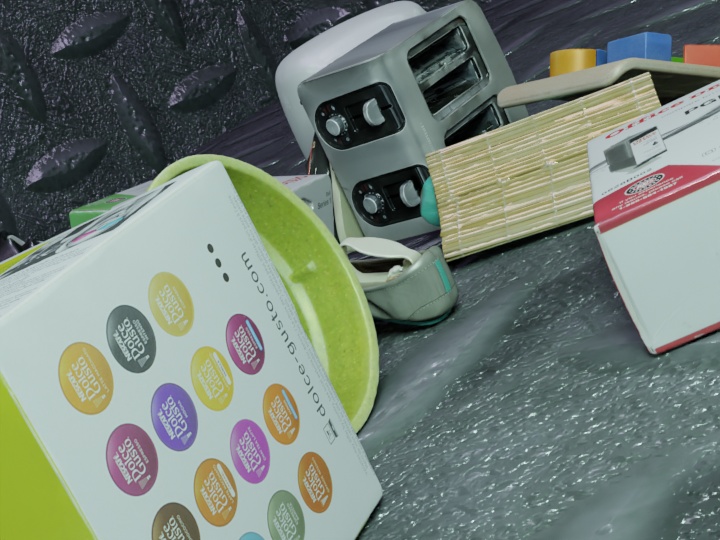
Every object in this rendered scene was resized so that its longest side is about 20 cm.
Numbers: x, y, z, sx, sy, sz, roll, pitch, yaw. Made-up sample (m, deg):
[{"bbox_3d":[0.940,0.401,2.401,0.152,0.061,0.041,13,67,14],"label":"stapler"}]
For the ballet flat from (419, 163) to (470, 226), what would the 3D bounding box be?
[{"bbox_3d":[0.144,-0.085,1.064,0.198,0.068,0.070,-24,29,-8],"label":"ballet flat"}]

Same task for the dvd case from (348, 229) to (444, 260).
[{"bbox_3d":[0.000,0.000,1.114,0.199,0.016,0.148,-13,10,46],"label":"dvd case"}]

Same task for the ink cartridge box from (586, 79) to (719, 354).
[{"bbox_3d":[0.212,-0.048,0.748,0.146,0.083,0.200,-25,13,15],"label":"ink cartridge box"}]

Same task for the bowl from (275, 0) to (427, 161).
[{"bbox_3d":[0.029,-0.176,1.360,0.199,0.201,0.075,-30,5,-17],"label":"bowl"}]

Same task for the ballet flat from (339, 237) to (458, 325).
[{"bbox_3d":[-0.016,0.005,0.974,0.198,0.064,0.067,-2,29,36],"label":"ballet flat"}]

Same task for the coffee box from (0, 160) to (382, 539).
[{"bbox_3d":[-0.142,0.099,0.627,0.198,0.201,0.198,-19,15,30],"label":"coffee box"}]

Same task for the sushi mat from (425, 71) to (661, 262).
[{"bbox_3d":[0.145,-0.078,0.999,0.198,0.097,0.012,-18,-24,26],"label":"sushi mat"}]

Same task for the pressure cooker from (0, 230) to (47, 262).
[{"bbox_3d":[-0.290,0.065,1.069,0.200,0.179,0.176,-40,9,-4],"label":"pressure cooker"}]

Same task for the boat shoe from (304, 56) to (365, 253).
[{"bbox_3d":[-0.026,-0.110,1.270,0.063,0.204,0.073,-10,-12,39],"label":"boat shoe"}]

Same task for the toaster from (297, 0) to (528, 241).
[{"bbox_3d":[0.063,-0.142,1.232,0.118,0.182,0.200,-9,22,45],"label":"toaster"}]

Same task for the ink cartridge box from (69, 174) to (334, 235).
[{"bbox_3d":[-0.138,-0.033,1.171,0.198,0.085,0.146,0,15,23],"label":"ink cartridge box"}]

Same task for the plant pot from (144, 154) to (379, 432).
[{"bbox_3d":[-0.120,0.059,0.837,0.184,0.201,0.200,-33,7,33],"label":"plant pot"}]

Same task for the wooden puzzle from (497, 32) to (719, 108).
[{"bbox_3d":[0.243,-0.171,1.109,0.198,0.047,0.185,-4,3,-25],"label":"wooden puzzle"}]
